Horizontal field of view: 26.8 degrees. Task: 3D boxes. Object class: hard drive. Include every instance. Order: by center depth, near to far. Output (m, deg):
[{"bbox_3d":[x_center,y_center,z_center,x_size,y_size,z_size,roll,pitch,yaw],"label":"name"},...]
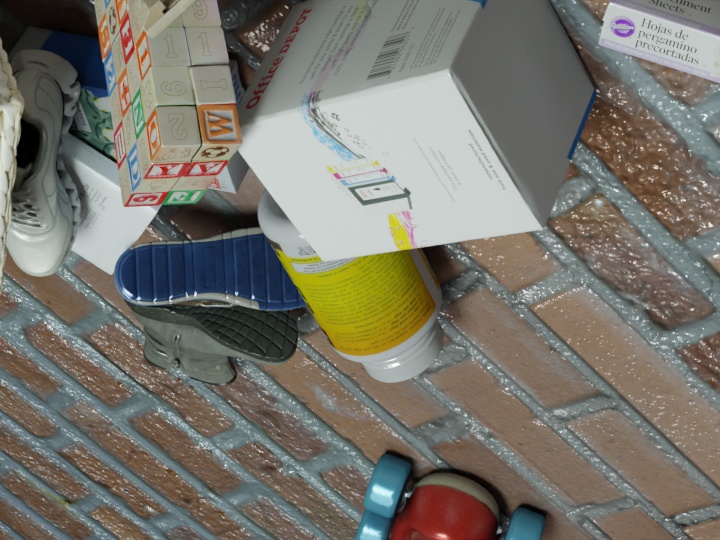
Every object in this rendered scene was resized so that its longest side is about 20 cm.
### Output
[{"bbox_3d":[-0.277,-0.083,1.310,0.199,0.027,0.132,33,145,-11],"label":"hard drive"}]

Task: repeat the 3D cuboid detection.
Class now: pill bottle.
[{"bbox_3d":[0.000,0.000,1.270,0.108,0.110,0.201,-2,135,32],"label":"pill bottle"}]

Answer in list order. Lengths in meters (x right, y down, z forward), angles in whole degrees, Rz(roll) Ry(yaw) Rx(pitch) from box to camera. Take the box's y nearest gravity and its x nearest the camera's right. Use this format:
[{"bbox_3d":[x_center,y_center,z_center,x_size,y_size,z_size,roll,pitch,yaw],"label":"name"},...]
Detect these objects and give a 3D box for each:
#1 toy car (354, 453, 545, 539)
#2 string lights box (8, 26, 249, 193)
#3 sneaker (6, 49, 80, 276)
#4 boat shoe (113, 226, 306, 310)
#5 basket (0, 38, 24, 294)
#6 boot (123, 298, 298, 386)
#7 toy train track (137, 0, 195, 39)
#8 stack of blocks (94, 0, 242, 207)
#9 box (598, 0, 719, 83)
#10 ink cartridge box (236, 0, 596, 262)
[{"bbox_3d":[0.066,0.326,1.543,0.182,0.201,0.178,21,143,7],"label":"toy car"},{"bbox_3d":[-0.191,-0.135,1.263,0.198,0.059,0.103,12,144,20],"label":"string lights box"},{"bbox_3d":[-0.271,-0.075,1.226,0.074,0.081,0.202,8,124,3],"label":"sneaker"},{"bbox_3d":[-0.121,-0.003,1.350,0.197,0.073,0.072,2,179,-12],"label":"boat shoe"},{"bbox_3d":[-0.354,-0.094,1.134,0.159,0.199,0.202,-3,130,-25],"label":"basket"},{"bbox_3d":[-0.137,0.068,1.482,0.198,0.068,0.131,18,148,23],"label":"boot"},{"bbox_3d":[-0.075,-0.233,0.996,0.033,0.200,0.115,47,-177,-30],"label":"toy train track"},{"bbox_3d":[-0.143,-0.161,1.083,0.058,0.202,0.115,-4,163,-24],"label":"stack of blocks"},{"bbox_3d":[0.259,-0.146,1.000,0.198,0.042,0.039,20,142,10],"label":"box"},{"bbox_3d":[0.037,-0.115,1.080,0.198,0.148,0.145,-8,132,37],"label":"ink cartridge box"}]
